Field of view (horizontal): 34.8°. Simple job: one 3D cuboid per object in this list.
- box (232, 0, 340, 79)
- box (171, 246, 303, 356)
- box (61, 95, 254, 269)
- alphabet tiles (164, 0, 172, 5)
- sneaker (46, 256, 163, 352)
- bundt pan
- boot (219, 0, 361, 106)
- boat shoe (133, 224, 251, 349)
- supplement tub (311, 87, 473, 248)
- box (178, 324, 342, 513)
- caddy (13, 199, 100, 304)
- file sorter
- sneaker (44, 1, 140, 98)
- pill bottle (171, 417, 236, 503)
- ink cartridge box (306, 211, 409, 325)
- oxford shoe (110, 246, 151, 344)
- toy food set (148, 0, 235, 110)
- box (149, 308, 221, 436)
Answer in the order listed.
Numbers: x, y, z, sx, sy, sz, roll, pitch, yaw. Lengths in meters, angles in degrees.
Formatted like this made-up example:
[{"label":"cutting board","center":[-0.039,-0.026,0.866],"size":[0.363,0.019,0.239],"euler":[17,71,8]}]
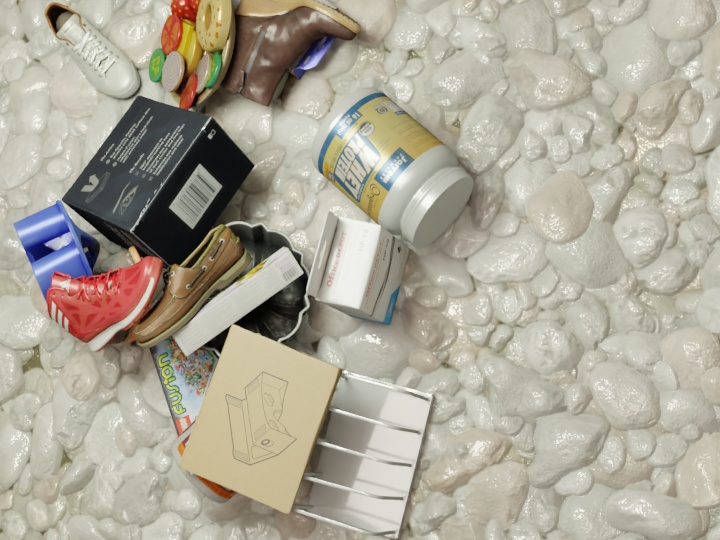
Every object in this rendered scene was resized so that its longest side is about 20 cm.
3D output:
[{"label":"box","center":[-0.120,-0.382,1.743],"size":[0.199,0.041,0.120],"euler":[37,93,17]},{"label":"box","center":[-0.170,0.041,1.576],"size":[0.199,0.039,0.042],"euler":[-36,108,-8]},{"label":"box","center":[-0.292,-0.127,1.654],"size":[0.199,0.117,0.198],"euler":[22,72,44]},{"label":"alphabet tiles","center":[-0.283,-0.505,1.765],"size":[0.195,0.015,0.201],"euler":[41,132,20]},{"label":"sneaker","center":[-0.360,0.030,1.564],"size":[0.200,0.115,0.079],"euler":[-43,28,32]},{"label":"bundt pan","center":[-0.164,0.037,1.644],"size":[0.199,0.076,0.205],"euler":[-1,72,3]},{"label":"boot","center":[-0.106,-0.319,1.684],"size":[0.198,0.072,0.168],"euler":[23,100,19]},{"label":"boat shoe","center":[-0.242,0.019,1.567],"size":[0.200,0.068,0.072],"euler":[-45,26,-20]},{"label":"supplement tub","center":[0.044,-0.142,1.590],"size":[0.200,0.145,0.145],"euler":[42,94,20]},{"label":"box","center":[-0.130,0.194,1.510],"size":[0.162,0.021,0.202],"euler":[20,88,12]},{"label":"caddy","center":[-0.433,-0.017,1.690],"size":[0.104,0.200,0.143],"euler":[-24,76,-15]},{"label":"file sorter","center":[-0.002,0.245,1.547],"size":[0.137,0.124,0.203],"euler":[13,85,20]},{"label":"sneaker","center":[-0.432,-0.347,1.812],"size":[0.200,0.085,0.073],"euler":[43,92,18]},{"label":"pill bottle","center":[-0.154,0.213,1.582],"size":[0.200,0.114,0.114],"euler":[-43,71,4]},{"label":"ink cartridge box","center":[0.000,0.000,1.549],"size":[0.066,0.200,0.117],"euler":[13,84,18]},{"label":"oxford shoe","center":[-0.350,0.045,1.657],"size":[0.072,0.201,0.072],"euler":[-14,55,-30]},{"label":"toy food set","center":[-0.250,-0.339,1.725],"size":[0.199,0.048,0.200],"euler":[33,110,49]},{"label":"box","center":[-0.245,0.137,1.689],"size":[0.109,0.035,0.202],"euler":[-25,74,11]}]
